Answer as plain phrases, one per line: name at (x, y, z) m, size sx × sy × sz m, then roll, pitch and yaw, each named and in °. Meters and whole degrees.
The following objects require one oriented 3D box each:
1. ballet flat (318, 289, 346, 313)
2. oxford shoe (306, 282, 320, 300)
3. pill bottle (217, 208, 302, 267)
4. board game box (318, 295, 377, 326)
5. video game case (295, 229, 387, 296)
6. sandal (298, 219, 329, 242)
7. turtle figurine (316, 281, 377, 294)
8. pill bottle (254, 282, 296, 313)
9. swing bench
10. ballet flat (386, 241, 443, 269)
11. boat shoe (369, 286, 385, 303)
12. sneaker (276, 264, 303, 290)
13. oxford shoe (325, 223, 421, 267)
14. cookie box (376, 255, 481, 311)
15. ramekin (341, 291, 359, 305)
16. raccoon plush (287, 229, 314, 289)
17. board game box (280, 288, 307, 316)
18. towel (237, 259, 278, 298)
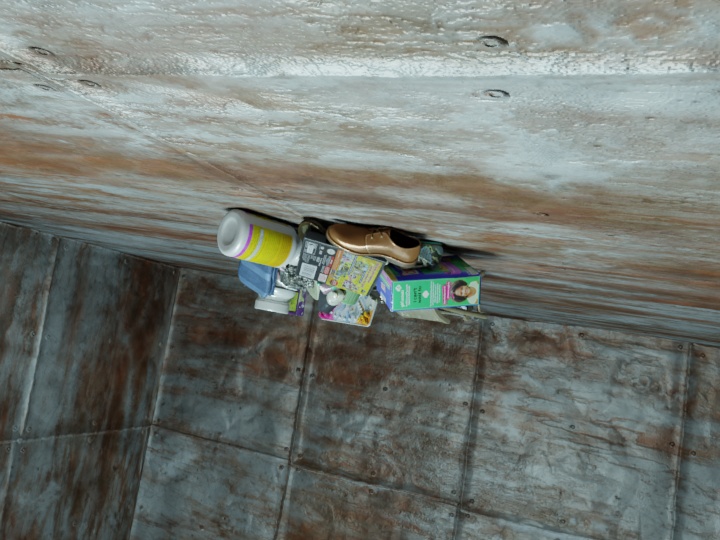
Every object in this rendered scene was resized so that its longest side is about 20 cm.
ballet flat at (-0.063, 0.033, 1.732) m, size 0.072 × 0.202 × 0.073 m, roll 15°, pitch -162°, yaw -5°
oxford shoe at (-0.120, 0.000, 1.759) m, size 0.058 × 0.201 × 0.075 m, roll -32°, pitch -129°, yaw -29°
pill bottle at (-0.213, -0.065, 1.475) m, size 0.199 × 0.105 × 0.104 m, roll 15°, pitch 172°, yaw -43°
board game box at (-0.024, 0.061, 1.993) m, size 0.199 × 0.202 × 0.026 m, roll 5°, pitch 160°, yaw 40°
video game case at (-0.047, -0.012, 1.445) m, size 0.179 × 0.026 × 0.200 m, roll 17°, pitch 155°, yaw -4°
sandal at (-0.061, -0.064, 1.442) m, size 0.081 × 0.055 × 0.200 m, roll -9°, pitch 148°, yaw 42°
turtle figurine at (0.000, 0.000, 1.574) m, size 0.199 × 0.102 × 0.149 m, roll -23°, pitch 162°, yaw 28°
pill bottle at (-0.226, 0.012, 1.794) m, size 0.115 × 0.202 × 0.116 m, roll 10°, pitch 176°, yaw 1°
swing bench at (0.205, 0.074, 1.791) m, size 0.199 × 0.131 × 0.198 m, roll -8°, pitch -174°, yaw -30°
ballet flat at (0.078, -0.040, 1.421) m, size 0.198 × 0.075 × 0.074 m, roll 9°, pitch 175°, yaw 11°
boat shoe at (0.049, 0.050, 1.710) m, size 0.071 × 0.061 × 0.201 m, roll -4°, pitch -178°, yaw 0°
sneaker at (-0.205, -0.028, 1.688) m, size 0.200 × 0.081 × 0.086 m, roll 42°, pitch 155°, yaw -13°
oxford shoe at (0.029, -0.068, 1.337) m, size 0.198 × 0.072 × 0.071 m, roll 13°, pitch 144°, yaw -5°
cookie box at (0.146, 0.026, 1.461) m, size 0.198 × 0.076 × 0.171 m, roll -4°, pitch -164°, yaw -9°
ramekin at (-0.078, 0.023, 1.907) m, size 0.199 × 0.098 × 0.200 m, roll 24°, pitch -176°, yaw -2°
raccoon plush at (-0.124, -0.025, 1.571) m, size 0.096 × 0.135 × 0.200 m, roll 12°, pitch 175°, yaw -10°
board game box at (-0.187, 0.025, 1.868) m, size 0.032 × 0.202 × 0.120 m, roll 12°, pitch 175°, yaw -39°
towel at (-0.254, -0.025, 1.648) m, size 0.111 × 0.049 × 0.201 m, roll 33°, pitch 139°, yaw 14°
